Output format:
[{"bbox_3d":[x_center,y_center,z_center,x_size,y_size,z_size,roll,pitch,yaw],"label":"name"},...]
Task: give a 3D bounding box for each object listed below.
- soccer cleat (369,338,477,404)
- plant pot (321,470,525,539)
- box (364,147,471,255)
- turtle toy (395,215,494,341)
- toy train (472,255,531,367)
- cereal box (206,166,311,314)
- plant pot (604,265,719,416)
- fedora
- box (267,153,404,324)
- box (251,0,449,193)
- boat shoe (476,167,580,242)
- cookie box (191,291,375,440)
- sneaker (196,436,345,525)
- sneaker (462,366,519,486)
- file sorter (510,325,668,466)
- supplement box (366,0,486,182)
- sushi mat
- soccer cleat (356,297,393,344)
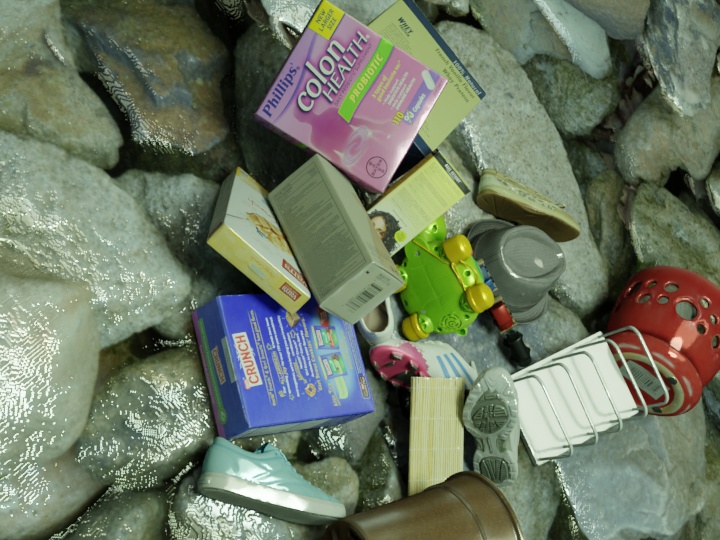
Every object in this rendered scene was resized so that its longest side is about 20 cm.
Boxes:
[{"bbox_3d":[0.089,0.130,1.565,0.200,0.070,0.087,31,45,-32],"label":"soccer cleat"},{"bbox_3d":[0.069,0.361,1.361,0.197,0.200,0.201,-4,72,-33],"label":"plant pot"},{"bbox_3d":[0.055,-0.078,1.547,0.075,0.200,0.050,48,7,-9],"label":"box"},{"bbox_3d":[0.112,0.001,1.601,0.101,0.145,0.201,-13,79,-64],"label":"turtle toy"},{"bbox_3d":[0.208,0.064,1.669,0.201,0.034,0.046,60,6,-21],"label":"toy train"},{"bbox_3d":[-0.123,-0.043,1.420,0.144,0.040,0.200,41,18,-19],"label":"cereal box"},{"bbox_3d":[0.489,0.123,1.805,0.201,0.200,0.183,47,58,-12],"label":"plant pot"},{"bbox_3d":[0.253,-0.011,1.738,0.199,0.090,0.178,11,64,-36],"label":"fedora"},{"bbox_3d":[-0.034,-0.042,1.413,0.078,0.095,0.201,32,25,-50],"label":"box"},{"bbox_3d":[-0.015,-0.229,1.485,0.199,0.097,0.176,31,89,-9],"label":"box"},{"bbox_3d":[0.279,-0.106,1.816,0.199,0.073,0.063,25,55,-26],"label":"boat shoe"},{"bbox_3d":[-0.097,0.116,1.406,0.199,0.075,0.172,-1,68,-40],"label":"cookie box"},{"bbox_3d":[-0.098,0.252,1.345,0.199,0.074,0.082,24,61,-29],"label":"sneaker"},{"bbox_3d":[0.189,0.204,1.567,0.100,0.077,0.201,-69,160,-52],"label":"sneaker"},{"bbox_3d":[0.337,0.183,1.656,0.199,0.124,0.139,-23,86,-23],"label":"file sorter"},{"bbox_3d":[0.044,-0.264,1.655,0.200,0.134,0.200,50,49,-9],"label":"supplement box"},{"bbox_3d":[0.104,0.245,1.511,0.095,0.012,0.201,3,87,-38],"label":"sushi mat"},{"bbox_3d":[0.000,0.000,1.481,0.069,0.078,0.201,-20,84,-7],"label":"soccer cleat"}]
